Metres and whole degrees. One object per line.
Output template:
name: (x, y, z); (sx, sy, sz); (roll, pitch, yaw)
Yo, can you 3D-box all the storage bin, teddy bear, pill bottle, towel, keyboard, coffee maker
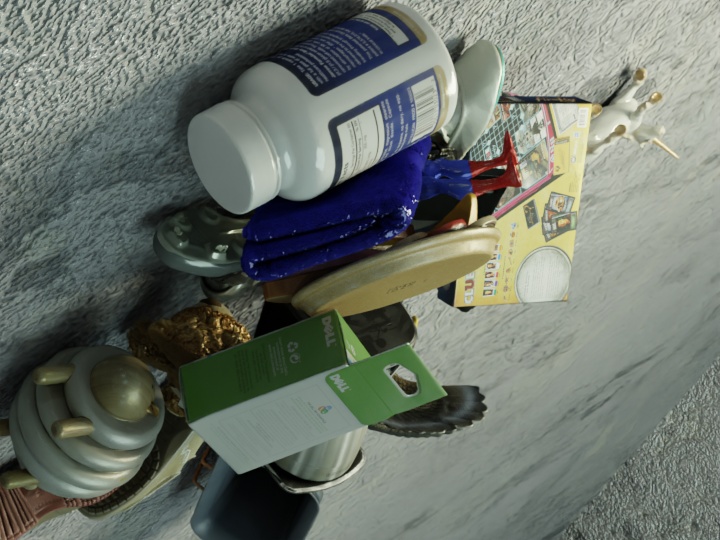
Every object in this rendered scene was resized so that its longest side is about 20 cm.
storage bin: (-0.104, 0.224, 1.994); (0.135, 0.145, 0.201); (-61, 178, -41)
teddy bear: (-0.136, 0.086, 1.571); (0.067, 0.144, 0.201); (-55, 147, -26)
pill bottle: (-0.031, -0.122, 1.362); (0.199, 0.111, 0.111); (-29, 159, -30)
towel: (-0.020, -0.065, 1.426); (0.147, 0.050, 0.200); (-20, -160, 14)
keyboard: (0.041, -0.090, 1.606); (0.198, 0.040, 0.104); (2, 144, -22)
coffee maker: (-0.055, 0.078, 1.639); (0.135, 0.191, 0.201); (-47, 165, -48)

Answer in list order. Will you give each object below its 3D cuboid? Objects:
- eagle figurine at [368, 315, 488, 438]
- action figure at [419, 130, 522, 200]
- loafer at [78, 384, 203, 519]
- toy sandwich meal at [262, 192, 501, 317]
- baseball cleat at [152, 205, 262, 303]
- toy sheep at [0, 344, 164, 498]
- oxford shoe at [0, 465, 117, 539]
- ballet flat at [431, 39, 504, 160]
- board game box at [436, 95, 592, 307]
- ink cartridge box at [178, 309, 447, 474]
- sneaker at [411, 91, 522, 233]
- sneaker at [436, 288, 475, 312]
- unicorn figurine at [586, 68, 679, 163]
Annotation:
eagle figurine: (0.023, 0.115, 1.797); (0.151, 0.200, 0.152); (-47, 179, 37)
action figure: (0.037, -0.076, 1.528); (0.198, 0.066, 0.052); (-16, 128, 10)
loafer: (-0.200, 0.175, 1.754); (0.200, 0.076, 0.068); (-42, 156, 0)
toy sandwich meal: (0.019, -0.017, 1.469); (0.204, 0.071, 0.205); (-18, 171, -3)
baseball cleat: (-0.120, -0.007, 1.511); (0.199, 0.070, 0.107); (-10, 145, -55)
toy sheep: (-0.242, 0.133, 1.506); (0.200, 0.139, 0.137); (-37, 167, 38)
oxford shoe: (-0.301, 0.204, 1.665); (0.199, 0.071, 0.075); (-22, 177, -40)
ballet flat: (0.072, -0.132, 1.630); (0.069, 0.070, 0.200); (-27, 158, -36)
board game box: (0.149, -0.068, 1.709); (0.134, 0.035, 0.202); (-2, 107, -27)
ink cartridge box: (-0.040, 0.094, 1.476); (0.199, 0.060, 0.104); (-21, 144, 11)
sneaker: (0.091, -0.103, 1.742); (0.200, 0.070, 0.082); (-40, 140, 0)
sneaker: (0.110, -0.019, 1.817); (0.073, 0.088, 0.200); (-29, -165, 21)
unicorn figurine: (0.288, -0.162, 1.978); (0.199, 0.074, 0.137); (-17, 163, -21)
